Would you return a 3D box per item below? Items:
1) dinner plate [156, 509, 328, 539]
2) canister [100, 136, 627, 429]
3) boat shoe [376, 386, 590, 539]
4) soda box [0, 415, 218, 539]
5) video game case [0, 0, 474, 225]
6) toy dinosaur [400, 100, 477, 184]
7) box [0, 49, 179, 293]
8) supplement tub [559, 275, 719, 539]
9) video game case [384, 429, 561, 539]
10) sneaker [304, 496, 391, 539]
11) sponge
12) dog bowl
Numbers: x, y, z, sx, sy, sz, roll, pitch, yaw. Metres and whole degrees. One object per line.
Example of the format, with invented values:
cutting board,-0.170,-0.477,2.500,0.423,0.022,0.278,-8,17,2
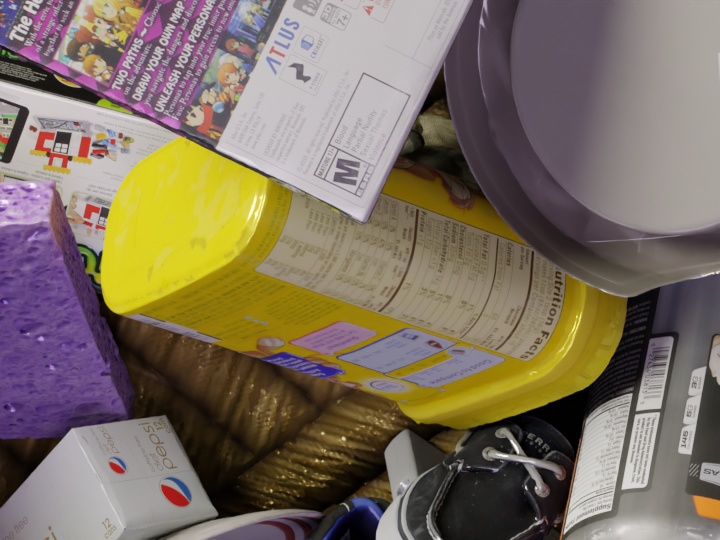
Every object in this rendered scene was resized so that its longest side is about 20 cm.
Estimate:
dinner plate,-0.102,0.173,1.383,0.200,0.024,0.200,-25,157,-11
canister,0.000,0.000,1.215,0.200,0.087,0.148,19,155,-32
boat shoe,0.073,0.102,1.281,0.072,0.200,0.068,39,118,13
soda box,-0.163,0.159,1.392,0.068,0.064,0.200,-5,147,-47
video game case,-0.035,-0.147,1.083,0.181,0.036,0.200,25,94,-7
toy dinosaur,0.067,-0.063,1.251,0.200,0.048,0.088,18,127,-15
box,-0.127,-0.043,1.286,0.199,0.035,0.110,15,126,-6
supplement tub,0.161,0.100,1.248,0.122,0.200,0.123,10,149,6
video game case,0.101,0.179,1.336,0.200,0.182,0.024,36,107,-19
sneaker,0.009,0.176,1.381,0.115,0.080,0.199,58,160,2
sponge,-0.183,0.022,1.299,0.111,0.030,0.200,-1,146,7
dog bowl,0.136,-0.089,1.142,0.200,0.059,0.201,9,107,30
